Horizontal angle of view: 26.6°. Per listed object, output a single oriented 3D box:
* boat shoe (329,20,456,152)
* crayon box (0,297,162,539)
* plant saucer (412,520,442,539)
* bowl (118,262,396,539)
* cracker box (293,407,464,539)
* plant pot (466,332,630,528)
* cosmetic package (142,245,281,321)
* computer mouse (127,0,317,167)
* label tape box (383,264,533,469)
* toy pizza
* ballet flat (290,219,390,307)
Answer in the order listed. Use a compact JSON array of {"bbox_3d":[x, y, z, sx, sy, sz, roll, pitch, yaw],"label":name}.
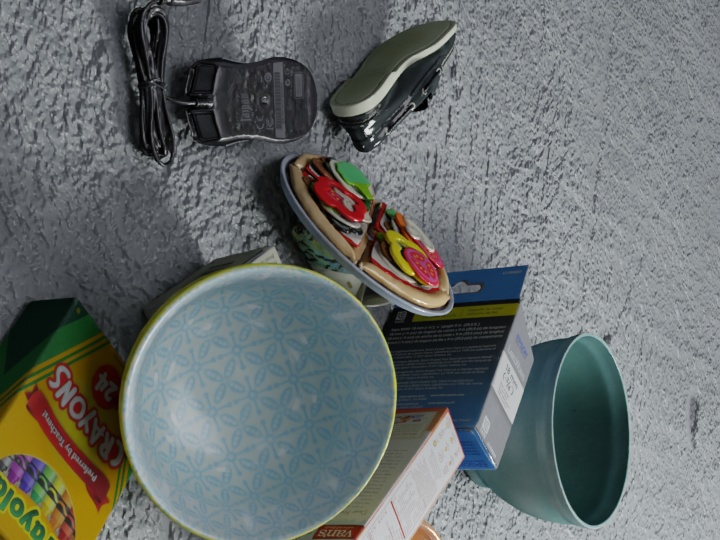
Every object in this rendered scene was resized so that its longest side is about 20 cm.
[{"bbox_3d":[0.041,-0.179,1.486,0.200,0.074,0.066,-52,130,-47],"label":"boat shoe"},{"bbox_3d":[-0.222,0.133,1.040,0.127,0.051,0.201,60,40,-35],"label":"crayon box"},{"bbox_3d":[0.032,0.333,1.434,0.200,0.037,0.201,15,72,-56],"label":"plant saucer"},{"bbox_3d":[-0.084,0.089,1.106,0.199,0.108,0.201,-2,96,-19],"label":"bowl"},{"bbox_3d":[-0.013,0.194,1.289,0.200,0.133,0.058,-47,124,-49],"label":"cracker box"},{"bbox_3d":[0.186,0.170,1.611,0.200,0.134,0.202,13,75,-56],"label":"plant pot"},{"bbox_3d":[-0.084,0.094,1.223,0.105,0.071,0.201,-40,112,-49],"label":"cosmetic package"},{"bbox_3d":[-0.119,-0.167,1.257,0.199,0.046,0.141,-16,104,-46],"label":"computer mouse"},{"bbox_3d":[0.084,0.093,1.449,0.063,0.144,0.201,58,41,-36],"label":"label tape box"},{"bbox_3d":[0.012,-0.039,1.348,0.200,0.032,0.200,37,19,-15],"label":"toy pizza"},{"bbox_3d":[0.000,0.000,1.407,0.200,0.074,0.075,13,75,-53],"label":"ballet flat"}]
